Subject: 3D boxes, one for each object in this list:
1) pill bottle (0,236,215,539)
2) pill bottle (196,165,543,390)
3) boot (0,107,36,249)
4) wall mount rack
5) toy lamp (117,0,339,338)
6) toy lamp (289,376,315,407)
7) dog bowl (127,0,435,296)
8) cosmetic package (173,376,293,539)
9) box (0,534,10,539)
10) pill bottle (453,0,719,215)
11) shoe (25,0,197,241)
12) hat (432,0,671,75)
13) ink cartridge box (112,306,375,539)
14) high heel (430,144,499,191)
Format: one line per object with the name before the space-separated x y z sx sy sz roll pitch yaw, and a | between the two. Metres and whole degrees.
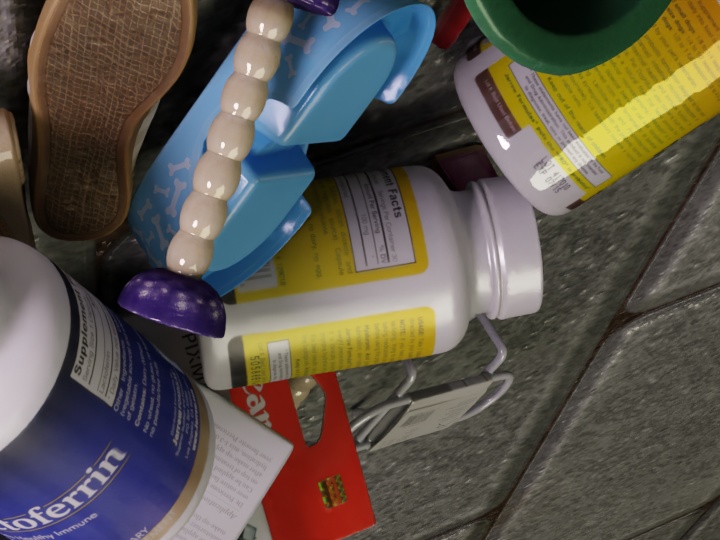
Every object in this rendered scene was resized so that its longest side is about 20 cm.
pill bottle | -0.160 0.055 0.753 0.115 0.116 0.200 -31 142 10
pill bottle | 0.000 0.000 0.952 0.198 0.112 0.111 -9 155 -6
boot | -0.241 -0.014 0.790 0.165 0.073 0.200 -11 155 -12
wall mount rack | 0.021 0.103 1.304 0.199 0.075 0.174 -9 148 -48
toy lamp | -0.054 -0.072 0.733 0.058 0.058 0.201 14 93 -59
toy lamp | -0.034 0.068 1.171 0.058 0.058 0.200 -12 155 -32
dog bowl | -0.045 -0.069 0.827 0.200 0.050 0.111 -52 164 22
cosmetic package | -0.138 0.157 0.968 0.201 0.101 0.071 -57 -162 -6
box | -0.278 0.101 0.898 0.196 0.124 0.200 -2 147 -50
pill bottle | 0.158 -0.125 0.910 0.199 0.110 0.109 -34 157 17
shoe | -0.122 -0.092 0.760 0.069 0.054 0.200 5 143 -19
hat | 0.051 -0.186 0.781 0.165 0.176 0.202 -5 112 -39
ink cartridge box | -0.083 0.107 1.048 0.173 0.201 0.044 -19 -169 -19
high heel | 0.014 -0.005 1.029 0.199 0.096 0.067 -19 157 -20
